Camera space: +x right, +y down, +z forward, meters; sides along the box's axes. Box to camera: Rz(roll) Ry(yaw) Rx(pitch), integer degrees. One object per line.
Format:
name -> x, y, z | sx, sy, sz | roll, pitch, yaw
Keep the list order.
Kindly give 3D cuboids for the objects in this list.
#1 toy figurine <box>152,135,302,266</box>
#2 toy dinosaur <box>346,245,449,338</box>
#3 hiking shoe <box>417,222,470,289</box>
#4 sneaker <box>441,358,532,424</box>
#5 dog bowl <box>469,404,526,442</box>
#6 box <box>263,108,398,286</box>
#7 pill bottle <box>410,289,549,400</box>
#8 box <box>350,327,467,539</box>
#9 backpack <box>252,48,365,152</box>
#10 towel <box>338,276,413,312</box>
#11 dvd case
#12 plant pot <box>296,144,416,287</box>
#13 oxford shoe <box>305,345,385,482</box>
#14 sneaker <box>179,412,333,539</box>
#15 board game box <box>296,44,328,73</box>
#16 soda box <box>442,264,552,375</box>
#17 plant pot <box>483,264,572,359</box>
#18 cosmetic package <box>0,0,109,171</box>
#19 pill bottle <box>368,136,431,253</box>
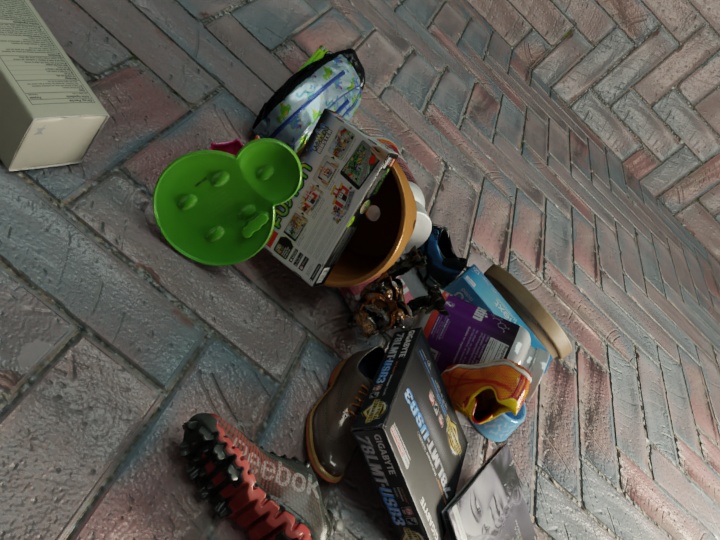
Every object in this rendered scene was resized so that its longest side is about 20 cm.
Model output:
toy figurine -> -0.158, -0.129, 0.875 | 0.150, 0.199, 0.185 | 50, 18, -23
toy dinosaur -> 0.040, 0.033, 0.939 | 0.103, 0.135, 0.201 | 56, 14, -28
hiking shoe -> 0.119, -0.064, 1.192 | 0.074, 0.087, 0.201 | -15, 68, -54
sneaker -> 0.151, 0.172, 0.913 | 0.073, 0.200, 0.077 | 38, 62, -7
dog bowl -> 0.200, 0.174, 1.081 | 0.111, 0.050, 0.202 | 5, 52, -46
box -> -0.047, -0.093, 0.863 | 0.110, 0.201, 0.035 | 37, 17, 18
pill bottle -> 0.174, 0.115, 0.994 | 0.198, 0.113, 0.112 | 25, 32, 12
box -> 0.069, 0.208, 0.826 | 0.202, 0.049, 0.199 | 68, 26, -20
backpack -> -0.088, -0.263, 1.101 | 0.200, 0.162, 0.155 | -35, 99, -50
towel -> 0.000, 0.000, 1.050 | 0.201, 0.030, 0.146 | 56, 34, 6
dvd case -> 0.176, 0.338, 0.873 | 0.199, 0.016, 0.150 | -20, 93, -55
plant pot -> -0.005, -0.083, 0.940 | 0.201, 0.200, 0.140 | 55, 22, 11
oxford shoe -> -0.013, 0.167, 0.821 | 0.071, 0.073, 0.201 | 37, 35, -15
sneaker -> -0.099, 0.217, 0.675 | 0.201, 0.071, 0.098 | 50, 33, -2
board game box -> -0.077, -0.364, 1.305 | 0.101, 0.048, 0.201 | 39, 34, -13
soda box -> 0.216, 0.093, 1.073 | 0.201, 0.068, 0.064 | 51, 34, 3
plant pot -> 0.268, 0.093, 1.169 | 0.201, 0.093, 0.201 | 49, 1, -1
cosmetic package -> -0.395, -0.222, 0.760 | 0.201, 0.087, 0.103 | 54, 32, 10
pill bottle -> 0.045, -0.129, 1.129 | 0.109, 0.110, 0.201 | 19, 34, -36
